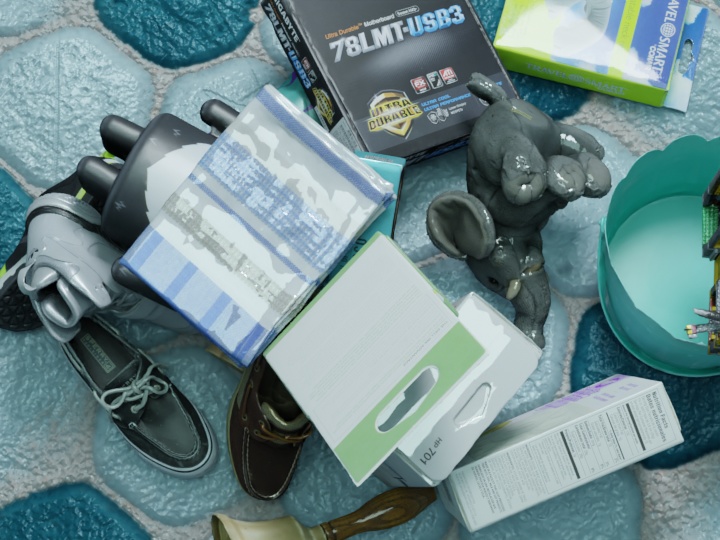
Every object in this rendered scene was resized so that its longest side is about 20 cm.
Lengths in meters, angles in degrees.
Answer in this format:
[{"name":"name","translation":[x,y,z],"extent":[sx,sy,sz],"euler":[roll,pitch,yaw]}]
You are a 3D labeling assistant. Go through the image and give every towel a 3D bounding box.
[{"name":"towel","translation":[-0.085,-0.037,1.296],"extent":[0.147,0.024,0.200],"euler":[41,89,0]}]

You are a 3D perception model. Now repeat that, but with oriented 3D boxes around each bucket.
[{"name":"bucket","translation":[0.312,-0.007,1.419],"extent":[0.205,0.135,0.209],"euler":[0,73,1]}]

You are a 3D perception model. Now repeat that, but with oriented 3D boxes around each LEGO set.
[{"name":"LEGO set","translation":[0.352,-0.010,1.286],"extent":[0.152,0.116,0.202],"euler":[12,74,3]}]

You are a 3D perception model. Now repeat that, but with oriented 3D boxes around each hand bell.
[{"name":"hand bell","translation":[-0.024,0.232,1.393],"extent":[0.198,0.104,0.105],"euler":[-19,74,-18]}]

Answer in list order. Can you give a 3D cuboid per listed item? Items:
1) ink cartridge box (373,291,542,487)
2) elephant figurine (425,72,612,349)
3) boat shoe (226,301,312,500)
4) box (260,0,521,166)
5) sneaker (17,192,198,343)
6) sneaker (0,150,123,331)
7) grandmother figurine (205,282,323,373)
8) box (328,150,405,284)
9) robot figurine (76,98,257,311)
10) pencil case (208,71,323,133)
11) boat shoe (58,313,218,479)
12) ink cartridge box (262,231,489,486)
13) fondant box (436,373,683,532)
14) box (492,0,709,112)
[{"name":"ink cartridge box","translation":[0.061,0.108,1.350],"extent":[0.086,0.200,0.147],"euler":[42,78,0]},{"name":"elephant figurine","translation":[0.132,-0.044,1.435],"extent":[0.140,0.201,0.156],"euler":[16,38,-15]},{"name":"boat shoe","translation":[-0.074,0.122,1.373],"extent":[0.071,0.072,0.202],"euler":[5,111,-15]},{"name":"box","translation":[0.033,-0.201,1.476],"extent":[0.199,0.050,0.200],"euler":[-21,81,-32]},{"name":"sneaker","translation":[-0.223,0.024,1.401],"extent":[0.199,0.075,0.116],"euler":[35,36,-25]},{"name":"sneaker","translation":[-0.287,-0.030,1.484],"extent":[0.200,0.072,0.083],"euler":[-48,43,-7]},{"name":"grandmother figurine","translation":[-0.064,0.003,1.432],"extent":[0.060,0.121,0.201],"euler":[36,81,-34]},{"name":"box","translation":[0.000,0.000,1.363],"extent":[0.049,0.082,0.202],"euler":[9,99,2]},{"name":"robot figurine","translation":[-0.148,-0.059,1.365],"extent":[0.199,0.125,0.151],"euler":[29,119,-2]},{"name":"pencil case","translation":[-0.112,-0.112,1.483],"extent":[0.199,0.085,0.093],"euler":[-33,59,-9]},{"name":"boat shoe","translation":[-0.207,0.107,1.428],"extent":[0.073,0.068,0.200],"euler":[-37,76,-9]},{"name":"ink cartridge box","translation":[0.017,0.074,1.234],"extent":[0.146,0.048,0.200],"euler":[-46,40,3]},{"name":"fondant box","translation":[0.165,0.156,1.363],"extent":[0.198,0.144,0.059],"euler":[-21,91,-6]},{"name":"box","translation":[0.238,-0.239,1.535],"extent":[0.198,0.048,0.123],"euler":[15,75,6]}]
